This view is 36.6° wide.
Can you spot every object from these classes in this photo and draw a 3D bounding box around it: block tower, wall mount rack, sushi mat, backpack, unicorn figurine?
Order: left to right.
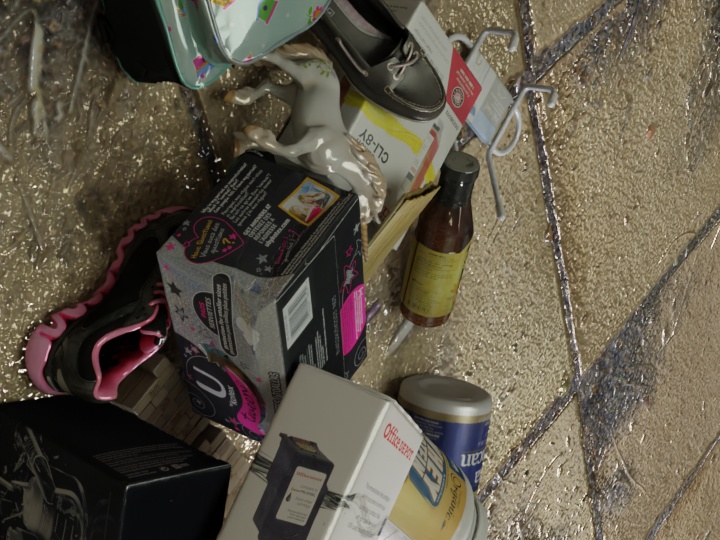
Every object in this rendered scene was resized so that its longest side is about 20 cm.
[{"bbox_3d":[-0.161,0.151,0.986,0.058,0.054,0.201,-51,136,-25],"label":"block tower"},{"bbox_3d":[-0.102,-0.253,0.838,0.200,0.152,0.177,-44,128,-39],"label":"backpack"},{"bbox_3d":[-0.045,-0.118,0.933,0.136,0.074,0.203,5,73,-24],"label":"unicorn figurine"},{"bbox_3d":[0.000,0.000,1.026,0.201,0.012,0.096,-52,171,22],"label":"sushi mat"},{"bbox_3d":[0.146,-0.166,1.222,0.200,0.074,0.175,40,74,-48],"label":"wall mount rack"}]

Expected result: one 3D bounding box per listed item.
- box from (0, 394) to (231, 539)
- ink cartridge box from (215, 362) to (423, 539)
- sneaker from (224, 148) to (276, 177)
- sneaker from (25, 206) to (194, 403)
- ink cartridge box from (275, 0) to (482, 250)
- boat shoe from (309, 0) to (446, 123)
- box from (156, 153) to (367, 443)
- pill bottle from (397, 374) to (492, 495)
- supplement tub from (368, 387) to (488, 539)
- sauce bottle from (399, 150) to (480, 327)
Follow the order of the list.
[{"bbox_3d":[-0.210,0.222,0.853,0.103,0.181,0.203,-2,104,-49],"label":"box"},{"bbox_3d":[-0.036,0.191,0.855,0.202,0.084,0.145,-64,160,-12],"label":"ink cartridge box"},{"bbox_3d":[-0.078,-0.028,1.006,0.201,0.070,0.080,79,24,-46],"label":"sneaker"},{"bbox_3d":[-0.178,0.031,0.892,0.201,0.095,0.079,-53,135,-25],"label":"sneaker"},{"bbox_3d":[0.019,-0.143,1.070,0.145,0.083,0.202,44,70,-47],"label":"ink cartridge box"},{"bbox_3d":[0.004,-0.210,0.966,0.200,0.057,0.067,43,73,-7],"label":"boat shoe"},{"bbox_3d":[-0.076,0.032,0.891,0.133,0.114,0.201,-53,153,-36],"label":"box"},{"bbox_3d":[0.085,0.233,1.265,0.110,0.110,0.203,-4,106,-49],"label":"pill bottle"},{"bbox_3d":[0.026,0.230,1.115,0.200,0.144,0.145,45,68,-28],"label":"supplement tub"},{"bbox_3d":[0.088,-0.032,1.166,0.066,0.066,0.202,-29,145,-40],"label":"sauce bottle"}]
